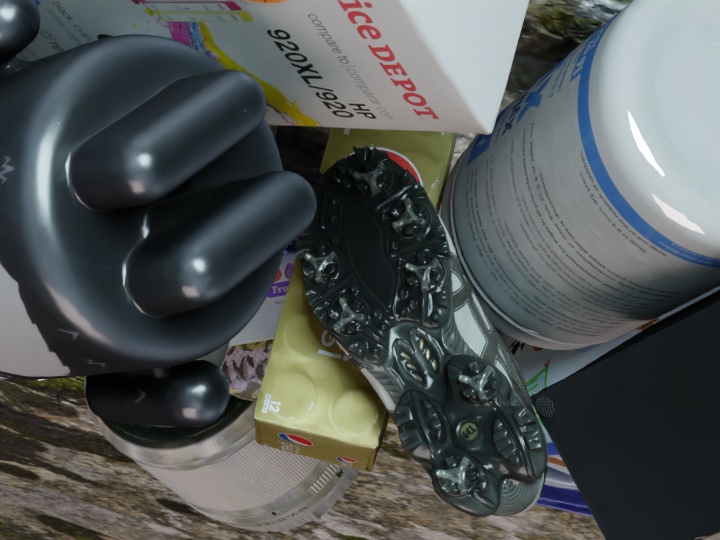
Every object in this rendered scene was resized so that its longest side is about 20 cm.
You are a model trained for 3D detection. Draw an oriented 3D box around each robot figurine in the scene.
[{"bbox_3d":[-0.109,-0.020,0.706,0.124,0.151,0.199,11,168,-40],"label":"robot figurine"}]

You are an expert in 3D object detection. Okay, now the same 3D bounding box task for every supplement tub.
[{"bbox_3d":[0.131,-0.045,0.880,0.131,0.133,0.200,21,158,-15],"label":"supplement tub"}]

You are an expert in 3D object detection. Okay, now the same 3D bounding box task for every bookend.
[{"bbox_3d":[0.218,0.032,0.852,0.200,0.093,0.198,-32,175,41],"label":"bookend"}]

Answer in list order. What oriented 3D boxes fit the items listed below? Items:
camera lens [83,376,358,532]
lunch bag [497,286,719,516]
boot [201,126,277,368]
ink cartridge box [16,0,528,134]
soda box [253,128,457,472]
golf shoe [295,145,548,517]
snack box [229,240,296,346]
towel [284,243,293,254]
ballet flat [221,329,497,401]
[{"bbox_3d":[-0.094,0.089,1.329,0.159,0.161,0.200,5,157,24],"label":"camera lens"},{"bbox_3d":[0.159,0.047,1.044,0.199,0.171,0.124,-6,149,40],"label":"lunch bag"},{"bbox_3d":[-0.055,-0.048,0.872,0.181,0.202,0.072,14,167,-43],"label":"boot"},{"bbox_3d":[-0.044,-0.151,0.712,0.199,0.146,0.147,4,157,26],"label":"ink cartridge box"},{"bbox_3d":[0.000,0.000,0.982,0.067,0.201,0.064,14,163,2],"label":"soda box"},{"bbox_3d":[0.031,0.035,0.911,0.077,0.201,0.094,-27,157,8],"label":"golf shoe"},{"bbox_3d":[-0.094,0.015,1.120,0.199,0.053,0.142,-10,-174,-1],"label":"snack box"},{"bbox_3d":[-0.110,-0.042,1.088,0.144,0.024,0.200,14,-178,-8],"label":"towel"},{"bbox_3d":[0.004,0.044,1.198,0.199,0.073,0.072,-10,162,-10],"label":"ballet flat"}]
